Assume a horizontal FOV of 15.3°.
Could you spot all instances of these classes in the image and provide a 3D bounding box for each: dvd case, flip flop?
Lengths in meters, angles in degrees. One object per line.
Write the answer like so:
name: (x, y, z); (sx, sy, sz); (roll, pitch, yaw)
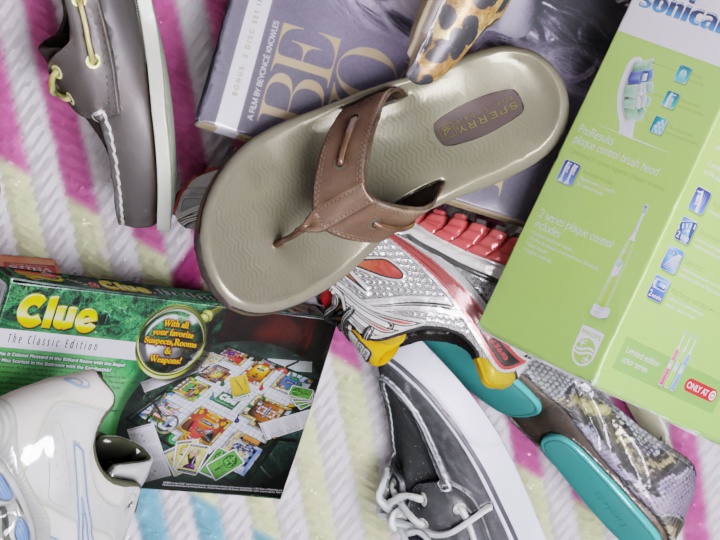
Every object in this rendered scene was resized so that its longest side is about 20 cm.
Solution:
dvd case: (0.033, -0.112, 1.306); (0.199, 0.016, 0.149); (17, 80, -10)
flip flop: (0.012, -0.047, 1.256); (0.200, 0.058, 0.081); (-25, 93, -12)

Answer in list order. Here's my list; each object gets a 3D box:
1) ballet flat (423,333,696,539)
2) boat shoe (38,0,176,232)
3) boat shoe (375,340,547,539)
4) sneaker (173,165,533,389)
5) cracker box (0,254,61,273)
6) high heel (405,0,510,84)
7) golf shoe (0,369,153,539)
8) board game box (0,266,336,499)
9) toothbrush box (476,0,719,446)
ballet flat: (0.104, 0.063, 1.411); (0.072, 0.072, 0.200); (-44, 105, 6)
boat shoe: (-0.125, -0.114, 1.288); (0.060, 0.072, 0.202); (-8, 105, -6)
boat shoe: (0.045, 0.123, 1.411); (0.068, 0.074, 0.200); (-34, 124, -14)
sneaker: (0.000, 0.000, 1.322); (0.199, 0.078, 0.082); (19, 84, 5)
cracker box: (-0.227, 0.089, 1.344); (0.134, 0.058, 0.201); (5, 110, -17)
high heel: (0.116, -0.139, 1.284); (0.142, 0.071, 0.200); (35, 69, -5)
golf shoe: (-0.135, 0.129, 1.297); (0.097, 0.078, 0.200); (-29, 140, -16)
board game box: (-0.108, 0.058, 1.339); (0.200, 0.023, 0.105); (9, 108, -39)
toothbrush box: (0.167, -0.028, 1.292); (0.145, 0.086, 0.200); (23, 93, -45)
